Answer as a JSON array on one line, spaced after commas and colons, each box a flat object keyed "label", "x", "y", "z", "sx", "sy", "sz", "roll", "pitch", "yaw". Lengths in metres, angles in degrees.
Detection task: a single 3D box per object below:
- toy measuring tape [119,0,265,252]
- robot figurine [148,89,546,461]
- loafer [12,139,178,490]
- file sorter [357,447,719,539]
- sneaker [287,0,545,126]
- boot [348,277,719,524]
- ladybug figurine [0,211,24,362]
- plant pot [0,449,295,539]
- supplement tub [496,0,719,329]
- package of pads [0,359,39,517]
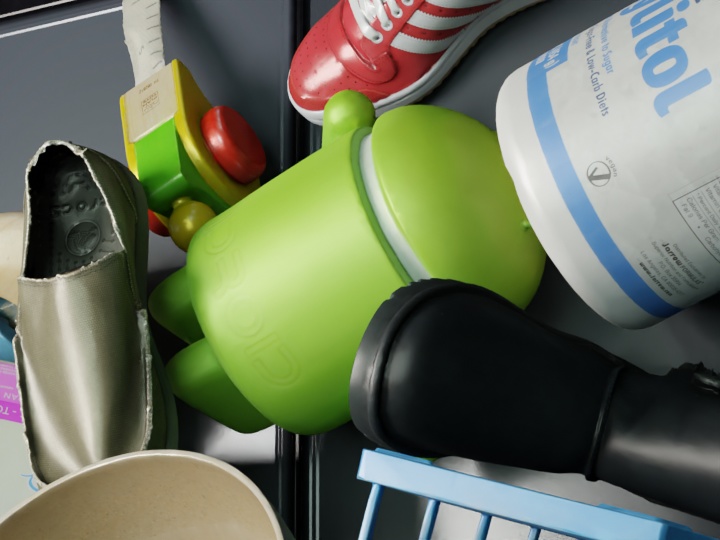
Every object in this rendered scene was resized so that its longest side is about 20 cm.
[{"label": "toy measuring tape", "x": -0.088, "y": -0.074, "z": 1.409, "sx": 0.073, "sy": 0.074, "sz": 0.200, "roll": -33, "pitch": 39, "yaw": 19}, {"label": "robot figurine", "x": 0.000, "y": 0.000, "z": 1.287, "sx": 0.200, "sy": 0.116, "sz": 0.176, "roll": -31, "pitch": 50, "yaw": 19}, {"label": "loafer", "x": -0.132, "y": 0.026, "z": 1.264, "sx": 0.075, "sy": 0.070, "sz": 0.201, "roll": -16, "pitch": 60, "yaw": 11}, {"label": "file sorter", "x": 0.093, "y": 0.159, "z": 1.135, "sx": 0.138, "sy": 0.200, "sz": 0.123, "roll": 11, "pitch": 84, "yaw": 33}, {"label": "sneaker", "x": 0.027, "y": -0.146, "z": 1.317, "sx": 0.200, "sy": 0.112, "sz": 0.071, "roll": -33, "pitch": 61, "yaw": 19}, {"label": "boot", "x": 0.113, "y": 0.062, "z": 1.154, "sx": 0.168, "sy": 0.200, "sz": 0.077, "roll": 14, "pitch": 89, "yaw": 36}, {"label": "ladybug figurine", "x": -0.183, "y": 0.044, "z": 1.393, "sx": 0.136, "sy": 0.072, "sz": 0.200, "roll": 44, "pitch": 115, "yaw": -5}, {"label": "plant pot", "x": -0.083, "y": 0.195, "z": 1.156, "sx": 0.200, "sy": 0.135, "sz": 0.201, "roll": -22, "pitch": 42, "yaw": 21}, {"label": "supplement tub", "x": 0.172, "y": -0.072, "z": 1.197, "sx": 0.200, "sy": 0.132, "sz": 0.132, "roll": -29, "pitch": 63, "yaw": 21}, {"label": "package of pads", "x": -0.199, "y": 0.115, "z": 1.293, "sx": 0.199, "sy": 0.068, "sz": 0.155, "roll": 11, "pitch": 55, "yaw": 2}]
